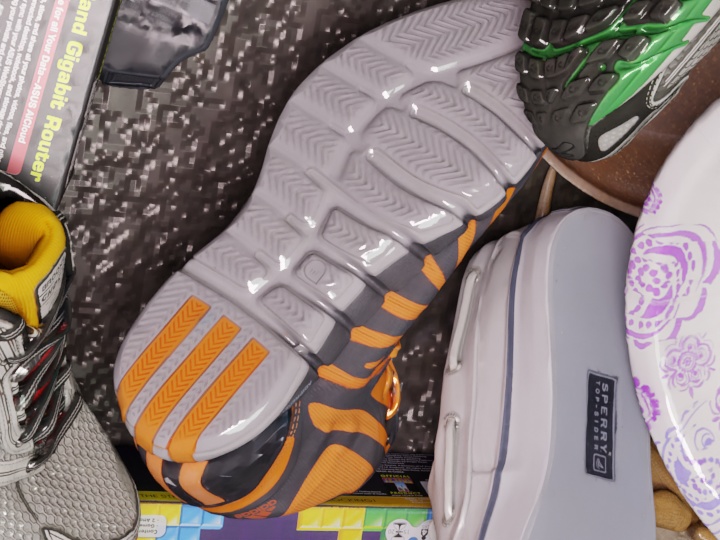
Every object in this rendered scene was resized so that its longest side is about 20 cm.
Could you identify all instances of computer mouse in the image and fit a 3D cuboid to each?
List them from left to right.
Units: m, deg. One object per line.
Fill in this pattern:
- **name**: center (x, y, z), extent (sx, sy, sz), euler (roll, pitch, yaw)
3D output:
- **computer mouse**: center (-0.092, -0.057, 0.890), extent (0.059, 0.034, 0.200), euler (25, 104, -8)

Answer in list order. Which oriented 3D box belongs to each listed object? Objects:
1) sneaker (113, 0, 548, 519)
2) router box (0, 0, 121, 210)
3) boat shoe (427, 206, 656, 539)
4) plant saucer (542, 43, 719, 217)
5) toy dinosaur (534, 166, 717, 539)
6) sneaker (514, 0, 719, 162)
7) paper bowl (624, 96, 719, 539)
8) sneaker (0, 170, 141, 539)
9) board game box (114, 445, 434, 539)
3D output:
- **sneaker**: center (0.000, 0.000, 0.897), extent (0.200, 0.078, 0.112), euler (-45, 155, -11)
- **router box**: center (-0.136, -0.133, 0.816), extent (0.149, 0.062, 0.200), euler (17, 102, -5)
- **boat shoe**: center (0.057, 0.079, 0.901), extent (0.073, 0.065, 0.200), euler (27, 62, -34)
- **plant saucer**: center (0.127, -0.115, 0.933), extent (0.200, 0.037, 0.201), euler (-5, 107, -16)
- **toy dinosaur**: center (0.090, 0.072, 0.973), extent (0.060, 0.106, 0.200), euler (-21, 120, 30)
- **sneaker**: center (0.131, -0.102, 0.860), extent (0.200, 0.078, 0.085), euler (-45, 119, -18)
- **paper bowl**: center (0.194, 0.014, 0.869), extent (0.104, 0.200, 0.201), euler (-27, 120, -52)
- **sneaker**: center (-0.118, 0.023, 0.798), extent (0.082, 0.078, 0.200), euler (-11, 132, 25)
- **board game box**: center (-0.050, 0.148, 0.950), extent (0.199, 0.057, 0.166), euler (4, 107, -18)
